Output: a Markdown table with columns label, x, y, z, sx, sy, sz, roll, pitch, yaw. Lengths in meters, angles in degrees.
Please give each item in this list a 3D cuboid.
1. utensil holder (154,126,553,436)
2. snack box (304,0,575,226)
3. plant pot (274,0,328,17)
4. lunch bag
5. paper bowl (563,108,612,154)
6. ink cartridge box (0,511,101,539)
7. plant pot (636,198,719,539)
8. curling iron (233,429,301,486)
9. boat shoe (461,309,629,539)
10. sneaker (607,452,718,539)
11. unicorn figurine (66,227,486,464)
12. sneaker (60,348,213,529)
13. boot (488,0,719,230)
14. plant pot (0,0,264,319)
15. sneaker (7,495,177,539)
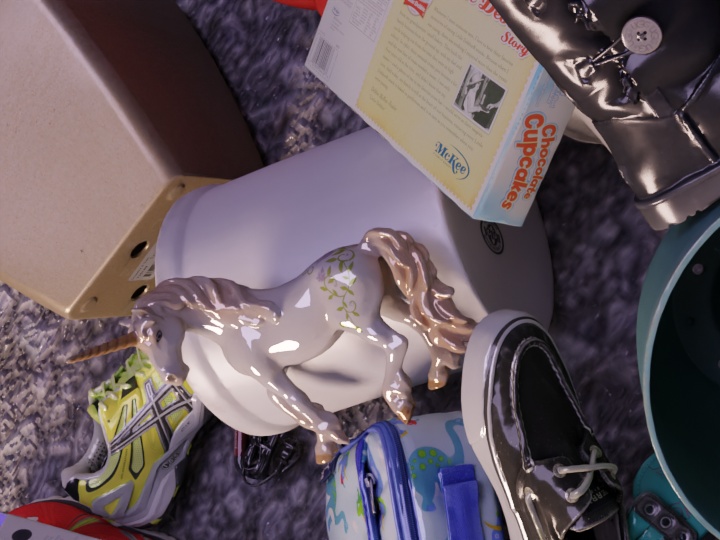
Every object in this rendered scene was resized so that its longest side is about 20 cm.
| label | x | y | z | sx | sy | sz | roll | pitch | yaw |
| --- | --- | --- | --- | --- | --- | --- | --- | --- | --- |
| utensil holder | 0.000 | 0.000 | 0.886 | 0.199 | 0.170 | 0.171 | -18 | 74 | 28 |
| snack box | 0.044 | -0.123 | 0.763 | 0.200 | 0.037 | 0.117 | 48 | 123 | 47 |
| plant pot | -0.019 | -0.260 | 0.917 | 0.182 | 0.200 | 0.201 | 38 | 104 | 25 |
| lunch bag | 0.039 | 0.189 | 0.840 | 0.161 | 0.082 | 0.202 | 132 | 130 | -68 |
| paper bowl | 0.197 | -0.115 | 0.752 | 0.200 | 0.200 | 0.105 | -21 | 73 | 29 |
| ink cartridge box | -0.208 | 0.276 | 0.992 | 0.198 | 0.043 | 0.200 | 12 | 114 | 22 |
| plant pot | 0.230 | 0.030 | 0.711 | 0.199 | 0.161 | 0.202 | 0 | 103 | 2 |
| curling iron | -0.070 | 0.054 | 1.010 | 0.049 | 0.026 | 0.202 | -5 | 75 | 11 |
| boat shoe | 0.112 | 0.116 | 0.755 | 0.063 | 0.070 | 0.202 | -1 | 108 | 55 |
| sneaker | 0.210 | 0.145 | 0.783 | 0.200 | 0.083 | 0.121 | -37 | 75 | 25 |
| unicorn figurine | -0.038 | 0.040 | 0.789 | 0.199 | 0.074 | 0.138 | -33 | 103 | 8 |
| sneaker | -0.150 | 0.090 | 1.014 | 0.075 | 0.076 | 0.201 | 27 | 97 | 59 |
| boot | 0.142 | -0.140 | 0.621 | 0.164 | 0.066 | 0.201 | -33 | 102 | 16 |
| plant pot | -0.187 | -0.075 | 1.013 | 0.177 | 0.200 | 0.200 | 46 | 108 | 17 |
| sneaker | -0.216 | 0.210 | 1.045 | 0.199 | 0.085 | 0.078 | 2 | 83 | 32 |
